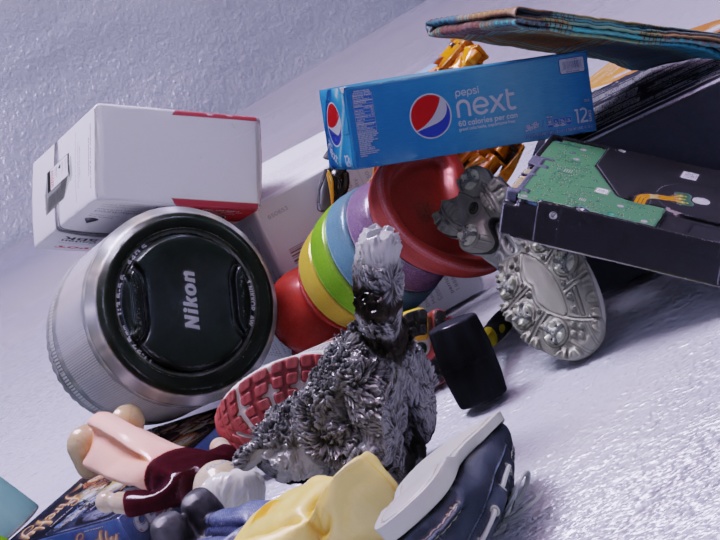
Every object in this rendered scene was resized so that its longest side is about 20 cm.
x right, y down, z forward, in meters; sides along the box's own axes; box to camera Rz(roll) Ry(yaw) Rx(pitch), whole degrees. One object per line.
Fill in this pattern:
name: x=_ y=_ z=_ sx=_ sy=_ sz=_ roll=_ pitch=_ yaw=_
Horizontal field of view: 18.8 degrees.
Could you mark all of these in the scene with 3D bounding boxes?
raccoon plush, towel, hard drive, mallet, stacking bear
raccoon plush: x=-0.023 y=0.063 z=1.507 sx=0.133 sy=0.201 sz=0.097 roll=3 pitch=7 yaw=27
towel: x=0.169 y=-0.177 z=1.675 sx=0.199 sy=0.022 sz=0.146 roll=4 pitch=-1 yaw=-26
hard drive: x=0.212 y=-0.041 z=1.563 sx=0.199 sy=0.038 sz=0.140 roll=14 pitch=25 yaw=14
mallet: x=0.092 y=0.042 z=1.639 sx=0.041 sy=0.066 sz=0.200 roll=-22 pitch=12 yaw=17
stacking bear: x=0.000 y=0.000 z=1.745 sx=0.113 sy=0.122 sz=0.200 roll=-8 pitch=-24 yaw=-45

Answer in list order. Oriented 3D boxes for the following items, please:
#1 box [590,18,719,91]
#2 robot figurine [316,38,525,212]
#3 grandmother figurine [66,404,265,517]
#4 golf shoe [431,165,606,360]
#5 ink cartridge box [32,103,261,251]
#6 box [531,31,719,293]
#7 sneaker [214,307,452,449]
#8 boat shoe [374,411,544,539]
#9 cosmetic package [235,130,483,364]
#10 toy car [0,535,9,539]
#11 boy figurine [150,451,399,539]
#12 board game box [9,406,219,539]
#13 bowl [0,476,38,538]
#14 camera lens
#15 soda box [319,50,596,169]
box: x=0.305 y=-0.161 z=1.997 sx=0.199 sy=0.098 sz=0.124 roll=-15 pitch=16 yaw=44
robot figurine: x=0.056 y=-0.089 z=1.821 sx=0.200 sy=0.145 sz=0.058 roll=-52 pitch=18 yaw=-6
grandmother figurine: x=-0.141 y=0.148 z=1.607 sx=0.121 sy=0.061 sz=0.200 roll=-35 pitch=28 yaw=-30
golf shoe: x=0.141 y=-0.001 z=1.628 sx=0.078 sy=0.097 sz=0.200 roll=-49 pitch=45 yaw=17
ink cartridge box: x=-0.184 y=-0.072 z=1.847 sx=0.146 sy=0.083 sz=0.200 roll=3 pitch=-12 yaw=-22
box: x=0.249 y=-0.092 z=1.739 sx=0.199 sy=0.124 sz=0.198 roll=-25 pitch=10 yaw=16
sneaker: x=-0.018 y=0.090 z=1.684 sx=0.199 sy=0.078 sz=0.082 roll=-20 pitch=3 yaw=-11
boat shoe: x=0.063 y=0.134 z=1.288 sx=0.075 sy=0.062 sz=0.200 roll=-40 pitch=-1 yaw=13
cosmetic package: x=-0.028 y=-0.021 z=1.936 sx=0.166 sy=0.168 sz=0.200 roll=-30 pitch=12 yaw=-19
toy car: x=-0.338 y=0.266 z=1.543 sx=0.200 sy=0.157 sz=0.164 roll=-56 pitch=10 yaw=-3
boy figurine: x=-0.052 y=0.166 z=1.416 sx=0.200 sy=0.065 sz=0.124 roll=-19 pitch=10 yaw=46
board game box: x=-0.180 y=0.175 z=1.734 sx=0.135 sy=0.035 sz=0.200 roll=-19 pitch=14 yaw=34
bowl: x=-0.370 y=0.209 z=1.752 sx=0.200 sy=0.105 sz=0.201 roll=-36 pitch=5 yaw=4
camera lens: x=-0.167 y=0.041 z=1.789 sx=0.160 sy=0.160 sz=0.200 roll=-31 pitch=2 yaw=-24
soda box: x=0.074 y=-0.122 z=1.656 sx=0.199 sy=0.065 sz=0.068 roll=-9 pitch=5 yaw=-18
